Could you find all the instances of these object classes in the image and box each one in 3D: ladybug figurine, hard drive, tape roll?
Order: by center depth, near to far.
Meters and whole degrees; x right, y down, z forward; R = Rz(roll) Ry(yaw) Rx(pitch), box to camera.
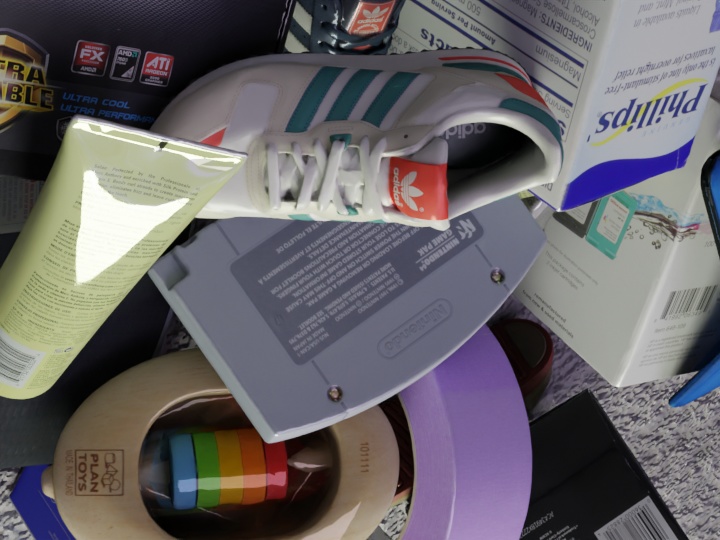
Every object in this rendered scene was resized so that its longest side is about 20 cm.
[{"bbox_3d":[-0.164,0.025,0.883,0.134,0.042,0.201,0,123,-41],"label":"hard drive"},{"bbox_3d":[-0.079,0.111,0.909,0.198,0.072,0.137,1,84,-15],"label":"ladybug figurine"},{"bbox_3d":[0.012,0.110,0.984,0.065,0.200,0.201,-1,124,-39],"label":"tape roll"}]

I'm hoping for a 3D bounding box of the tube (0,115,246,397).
[{"bbox_3d":[-0.127,-0.007,0.738,0.058,0.052,0.200,-37,174,-42],"label":"tube"}]

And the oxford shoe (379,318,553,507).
[{"bbox_3d":[0.060,0.119,1.138,0.199,0.070,0.075,-33,144,-12],"label":"oxford shoe"}]

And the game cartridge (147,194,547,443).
[{"bbox_3d":[0.000,0.000,0.887,0.199,0.134,0.040,-34,173,-21],"label":"game cartridge"}]

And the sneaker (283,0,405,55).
[{"bbox_3d":[-0.009,-0.121,0.816,0.075,0.084,0.202,-14,111,-29],"label":"sneaker"}]

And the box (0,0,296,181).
[{"bbox_3d":[-0.117,-0.139,0.729,0.199,0.050,0.200,6,107,-41],"label":"box"}]

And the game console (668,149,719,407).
[{"bbox_3d":[0.276,-0.021,1.015,0.199,0.118,0.172,-24,104,-25],"label":"game console"}]

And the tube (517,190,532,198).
[{"bbox_3d":[0.077,-0.067,0.957,0.198,0.059,0.052,-13,-178,12],"label":"tube"}]

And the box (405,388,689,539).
[{"bbox_3d":[0.122,0.177,1.121,0.148,0.125,0.200,-32,172,-4],"label":"box"}]

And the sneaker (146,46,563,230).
[{"bbox_3d":[-0.001,-0.055,0.740,0.198,0.094,0.071,-8,117,-13],"label":"sneaker"}]

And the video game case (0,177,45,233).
[{"bbox_3d":[-0.131,-0.119,0.774,0.181,0.023,0.202,-9,115,-36],"label":"video game case"}]

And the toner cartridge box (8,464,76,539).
[{"bbox_3d":[-0.117,0.181,0.933,0.095,0.200,0.043,12,116,-45],"label":"toner cartridge box"}]

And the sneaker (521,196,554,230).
[{"bbox_3d":[0.080,-0.025,1.040,0.200,0.075,0.082,-49,148,22],"label":"sneaker"}]

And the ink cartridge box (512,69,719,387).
[{"bbox_3d":[0.203,-0.055,1.051,0.146,0.146,0.201,-7,126,-37],"label":"ink cartridge box"}]

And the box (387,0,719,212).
[{"bbox_3d":[0.096,-0.167,0.831,0.104,0.184,0.201,-19,135,-38],"label":"box"}]
